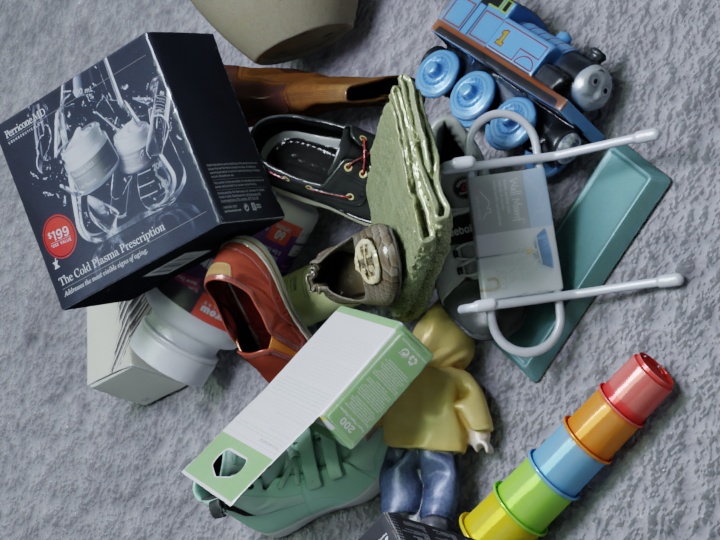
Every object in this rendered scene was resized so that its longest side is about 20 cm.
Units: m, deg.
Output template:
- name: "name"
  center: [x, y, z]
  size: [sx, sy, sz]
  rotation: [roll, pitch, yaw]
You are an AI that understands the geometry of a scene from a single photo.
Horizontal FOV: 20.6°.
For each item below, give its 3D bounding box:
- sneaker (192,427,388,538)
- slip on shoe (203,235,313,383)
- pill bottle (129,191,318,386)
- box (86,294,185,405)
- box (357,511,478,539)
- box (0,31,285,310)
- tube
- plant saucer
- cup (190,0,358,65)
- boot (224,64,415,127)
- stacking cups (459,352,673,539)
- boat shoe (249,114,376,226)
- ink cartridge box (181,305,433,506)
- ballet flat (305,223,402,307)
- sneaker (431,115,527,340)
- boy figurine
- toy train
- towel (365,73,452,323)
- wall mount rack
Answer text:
- name: "sneaker"
  center: [-0.054, 0.164, 1.709]
  size: [0.200, 0.118, 0.074]
  rotation: [-36, 49, 28]
- name: "slip on shoe"
  center: [-0.079, 0.067, 1.742]
  size: [0.074, 0.201, 0.061]
  rotation: [-9, 26, 42]
- name: "pill bottle"
  center: [-0.133, 0.004, 1.862]
  size: [0.111, 0.111, 0.201]
  rotation: [41, 104, 46]
- name: "box"
  center: [-0.223, 0.025, 1.970]
  size: [0.068, 0.082, 0.201]
  rotation: [-26, 58, 35]
- name: "box"
  center: [0.042, 0.269, 1.505]
  size: [0.160, 0.200, 0.044]
  rotation: [-47, 46, 20]
- name: "box"
  center: [-0.199, -0.088, 1.767]
  size: [0.199, 0.104, 0.183]
  rotation: [-27, 80, 30]
- name: "tube"
  center: [0.000, 0.000, 1.776]
  size: [0.199, 0.052, 0.058]
  rotation: [-23, 91, 29]
- name: "plant saucer"
  center: [0.174, -0.009, 1.622]
  size: [0.201, 0.019, 0.070]
  rotation: [-58, 42, 12]
- name: "cup"
  center: [-0.077, -0.281, 1.890]
  size: [0.200, 0.200, 0.144]
  rotation: [-26, 82, 36]
- name: "boot"
  center: [-0.072, -0.153, 1.822]
  size: [0.199, 0.188, 0.069]
  rotation: [9, 97, 48]
- name: "stacking cups"
  center: [0.166, 0.148, 1.544]
  size: [0.200, 0.060, 0.061]
  rotation: [-45, 46, 16]
- name: "boat shoe"
  center: [-0.007, -0.089, 1.757]
  size: [0.200, 0.063, 0.074]
  rotation: [14, 67, 22]
- name: "ink cartridge box"
  center: [-0.045, 0.119, 1.625]
  size: [0.200, 0.048, 0.145]
  rotation: [-48, 19, -11]
- name: "ballet flat"
  center: [-0.007, -0.001, 1.656]
  size: [0.200, 0.046, 0.068]
  rotation: [170, 95, -75]
- name: "sneaker"
  center: [0.085, -0.038, 1.636]
  size: [0.074, 0.089, 0.201]
  rotation: [-17, 59, 2]
- name: "boy figurine"
  center: [0.052, 0.123, 1.650]
  size: [0.124, 0.064, 0.201]
  rotation: [-3, 68, 22]
- name: "toy train"
  center: [0.131, -0.162, 1.683]
  size: [0.114, 0.087, 0.200]
  rotation: [-54, 45, 2]
- name: "towel"
  center: [0.040, -0.053, 1.612]
  size: [0.200, 0.036, 0.149]
  rotation: [105, 156, -65]
- name: "wall mount rack"
  center: [0.155, -0.036, 1.570]
  size: [0.075, 0.173, 0.201]
  rotation: [153, 108, -82]
